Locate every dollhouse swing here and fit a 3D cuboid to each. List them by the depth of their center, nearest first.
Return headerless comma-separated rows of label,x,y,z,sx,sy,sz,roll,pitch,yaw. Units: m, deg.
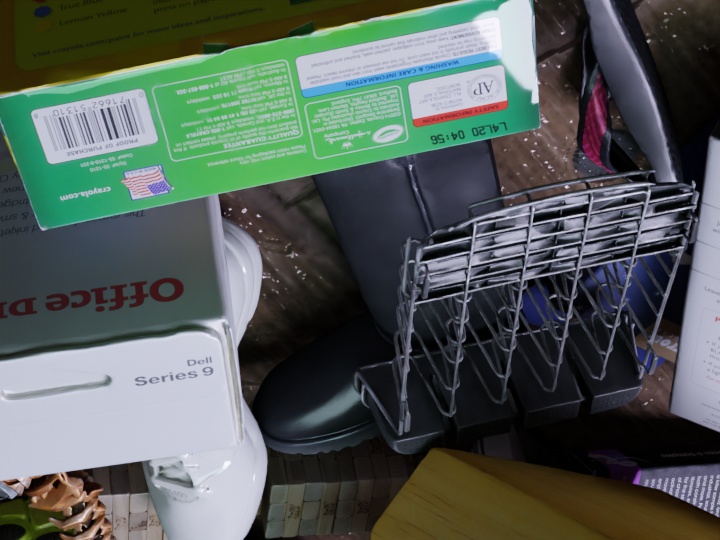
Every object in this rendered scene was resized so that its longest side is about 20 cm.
dollhouse swing,0.107,0.202,0.926,0.200,0.181,0.176,17,94,-45

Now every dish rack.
dish rack,0.080,0.015,0.847,0.153,0.055,0.200,-13,146,-12

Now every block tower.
block tower,-0.067,0.122,1.027,0.199,0.058,0.054,-3,136,-12

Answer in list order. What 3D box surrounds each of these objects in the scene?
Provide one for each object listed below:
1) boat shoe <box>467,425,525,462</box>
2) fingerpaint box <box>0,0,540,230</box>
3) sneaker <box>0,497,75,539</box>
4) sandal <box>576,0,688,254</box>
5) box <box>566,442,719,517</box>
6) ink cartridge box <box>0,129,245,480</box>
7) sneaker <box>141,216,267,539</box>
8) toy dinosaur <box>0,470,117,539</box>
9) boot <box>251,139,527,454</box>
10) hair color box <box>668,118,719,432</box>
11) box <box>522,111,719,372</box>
boat shoe,0.064,0.170,1.091,0.092,0.075,0.200,-8,136,6
fingerpaint box,-0.043,-0.113,0.704,0.199,0.167,0.074,-12,135,-1
sneaker,-0.218,0.191,1.057,0.199,0.074,0.084,-12,135,14
sandal,0.119,-0.088,0.840,0.045,0.075,0.200,-16,130,15
box,0.210,0.178,1.096,0.199,0.036,0.144,1,109,-24
ink cartridge box,-0.132,-0.015,0.763,0.145,0.200,0.088,-9,137,-4
sneaker,-0.097,0.075,0.908,0.075,0.089,0.201,10,118,18
toy dinosaur,-0.191,0.089,0.837,0.136,0.102,0.200,-39,91,14
boot,0.001,0.000,0.902,0.164,0.066,0.200,-22,141,-4
hair color box,0.220,0.006,0.883,0.101,0.061,0.200,22,141,21
box,0.189,-0.009,0.962,0.121,0.032,0.200,23,128,-31
